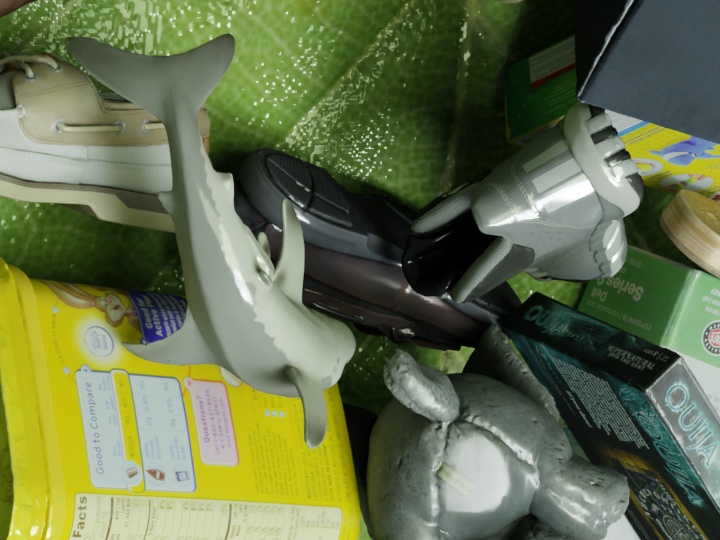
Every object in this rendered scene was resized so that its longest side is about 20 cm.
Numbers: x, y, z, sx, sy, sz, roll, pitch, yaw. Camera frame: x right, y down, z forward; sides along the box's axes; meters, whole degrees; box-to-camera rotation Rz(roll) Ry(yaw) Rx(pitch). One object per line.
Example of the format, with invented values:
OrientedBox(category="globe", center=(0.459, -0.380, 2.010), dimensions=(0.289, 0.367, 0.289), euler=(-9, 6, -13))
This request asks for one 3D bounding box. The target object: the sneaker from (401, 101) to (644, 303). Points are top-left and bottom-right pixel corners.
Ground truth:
OrientedBox(category="sneaker", center=(0.071, -0.021, 1.383), dimensions=(0.115, 0.200, 0.075), euler=(-28, 77, -6))

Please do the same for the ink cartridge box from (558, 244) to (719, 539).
OrientedBox(category="ink cartridge box", center=(0.170, 0.103, 1.534), dimensions=(0.145, 0.087, 0.201), euler=(20, 90, -37))

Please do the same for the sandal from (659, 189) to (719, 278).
OrientedBox(category="sandal", center=(0.260, -0.011, 1.514), dimensions=(0.211, 0.078, 0.070), euler=(22, 116, -34))

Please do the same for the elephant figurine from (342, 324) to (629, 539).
OrientedBox(category="elephant figurine", center=(0.042, 0.099, 1.399), dimensions=(0.141, 0.200, 0.156), euler=(13, 103, -15))

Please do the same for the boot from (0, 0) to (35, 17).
OrientedBox(category="boot", center=(-0.161, -0.193, 1.228), dimensions=(0.199, 0.064, 0.187), euler=(-20, 116, -24))

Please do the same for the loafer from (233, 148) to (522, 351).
OrientedBox(category="loafer", center=(0.000, 0.000, 1.403), dimensions=(0.200, 0.072, 0.063), euler=(26, 116, -41))

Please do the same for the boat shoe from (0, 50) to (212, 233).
OrientedBox(category="boat shoe", center=(-0.152, -0.066, 1.268), dimensions=(0.199, 0.075, 0.069), euler=(11, 94, -46))

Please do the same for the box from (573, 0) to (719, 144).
OrientedBox(category="box", center=(0.212, -0.161, 1.345), dimensions=(0.199, 0.197, 0.124), euler=(16, 134, -14))

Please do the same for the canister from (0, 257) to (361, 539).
OrientedBox(category="canister", center=(-0.105, 0.079, 1.306), dimensions=(0.199, 0.086, 0.149), euler=(7, 61, -38))

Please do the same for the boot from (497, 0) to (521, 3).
OrientedBox(category="boot", center=(0.037, -0.235, 1.344), dimensions=(0.155, 0.073, 0.201), euler=(3, 100, -36))

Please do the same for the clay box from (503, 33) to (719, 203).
OrientedBox(category="clay box", center=(0.186, -0.082, 1.470), dimensions=(0.199, 0.115, 0.048), euler=(14, 65, -38))

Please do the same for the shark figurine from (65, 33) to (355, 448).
OrientedBox(category="shark figurine", center=(-0.073, 0.003, 1.249), dimensions=(0.089, 0.128, 0.215), euler=(-14, 128, 17))

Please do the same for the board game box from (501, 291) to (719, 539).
OrientedBox(category="board game box", center=(0.159, 0.106, 1.397), dimensions=(0.028, 0.135, 0.200), euler=(-41, 118, -14))
